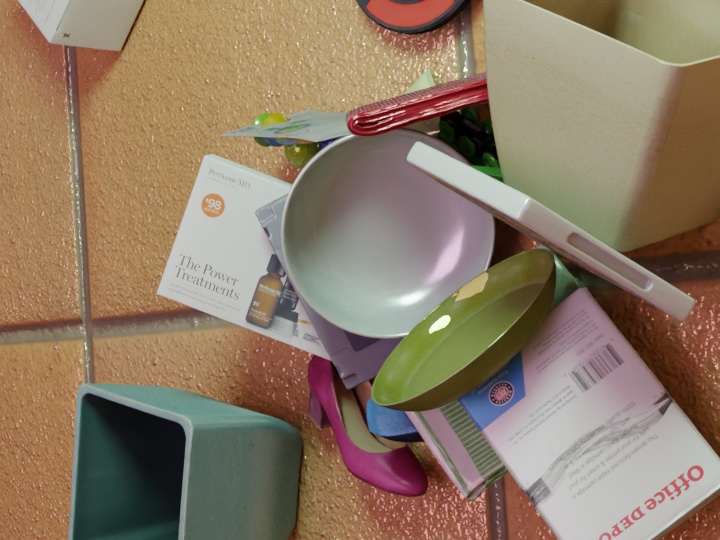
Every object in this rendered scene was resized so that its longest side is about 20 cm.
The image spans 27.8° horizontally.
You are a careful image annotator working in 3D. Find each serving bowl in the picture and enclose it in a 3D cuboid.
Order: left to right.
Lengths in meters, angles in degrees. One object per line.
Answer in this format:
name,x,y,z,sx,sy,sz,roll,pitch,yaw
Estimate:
serving bowl,0.024,-0.041,1.362,0.066,0.199,0.201,-95,20,-72

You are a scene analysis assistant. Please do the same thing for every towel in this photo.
towel,0.057,-0.150,1.307,0.144,0.200,0.023,-15,98,2
towel,0.134,0.092,1.320,0.200,0.023,0.153,-40,65,8

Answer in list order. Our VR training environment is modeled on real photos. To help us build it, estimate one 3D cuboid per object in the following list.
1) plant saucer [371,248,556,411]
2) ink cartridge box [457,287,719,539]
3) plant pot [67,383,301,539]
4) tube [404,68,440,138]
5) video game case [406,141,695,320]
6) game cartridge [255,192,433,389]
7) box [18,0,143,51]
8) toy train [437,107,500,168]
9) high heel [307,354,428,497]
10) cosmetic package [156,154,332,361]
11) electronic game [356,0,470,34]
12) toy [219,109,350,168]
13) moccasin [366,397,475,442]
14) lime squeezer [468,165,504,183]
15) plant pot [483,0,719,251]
plant saucer,0.095,0.058,1.254,0.200,0.200,0.031,-30,105,41
ink cartridge box,0.197,0.140,1.227,0.145,0.084,0.200,-38,70,6
plant pot,-0.173,0.228,1.563,0.196,0.199,0.197,11,98,44
tube,0.016,-0.115,1.475,0.058,0.052,0.200,46,123,-3
video game case,0.148,-0.033,1.161,0.023,0.182,0.200,-59,28,4
game cartridge,0.000,0.000,1.424,0.133,0.041,0.201,-26,97,8
box,-0.353,-0.390,1.785,0.200,0.106,0.153,51,123,31
toy train,0.145,-0.086,1.345,0.200,0.042,0.057,40,155,33
high heel,0.006,0.147,1.474,0.200,0.067,0.097,34,125,42
cosmetic package,-0.087,-0.013,1.471,0.199,0.052,0.151,20,96,2
electronic game,0.055,-0.334,1.434,0.199,0.042,0.201,1,92,44
toy,-0.046,-0.131,1.469,0.200,0.115,0.047,17,120,55
moccasin,0.106,0.123,1.374,0.199,0.068,0.081,-3,75,22
lime squeezer,0.141,-0.115,1.295,0.071,0.200,0.038,47,148,-2
plant pot,0.222,-0.131,1.185,0.200,0.199,0.178,32,127,39
